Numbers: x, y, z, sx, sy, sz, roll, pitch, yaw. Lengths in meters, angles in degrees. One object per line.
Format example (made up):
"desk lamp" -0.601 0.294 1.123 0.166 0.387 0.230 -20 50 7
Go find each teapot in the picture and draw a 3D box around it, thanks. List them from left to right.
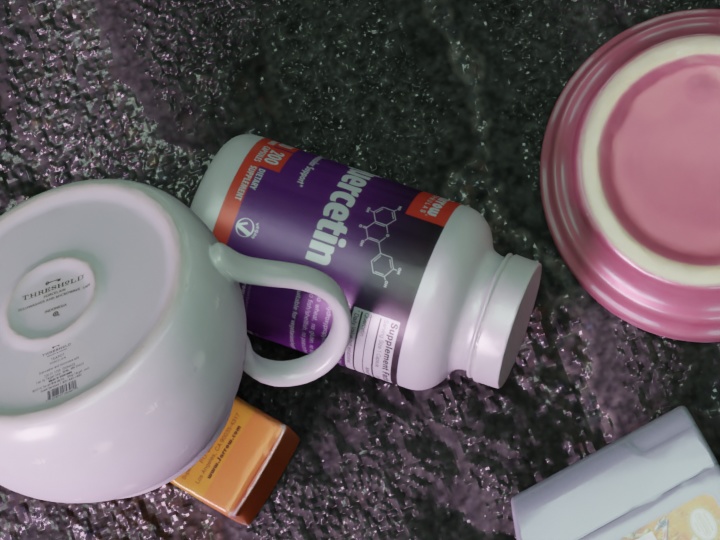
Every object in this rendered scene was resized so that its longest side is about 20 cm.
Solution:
"teapot" -0.137 0.055 1.580 0.199 0.146 0.198 18 65 38

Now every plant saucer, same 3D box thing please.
"plant saucer" 0.204 -0.060 1.669 0.199 0.051 0.202 -1 80 8

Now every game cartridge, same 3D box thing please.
"game cartridge" 0.171 0.192 1.579 0.133 0.042 0.201 -27 73 -5

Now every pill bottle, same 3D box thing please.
"pill bottle" 0.000 0.000 1.652 0.199 0.112 0.113 18 83 10

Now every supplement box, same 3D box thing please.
"supplement box" -0.138 0.072 1.680 0.199 0.067 0.069 29 85 10
